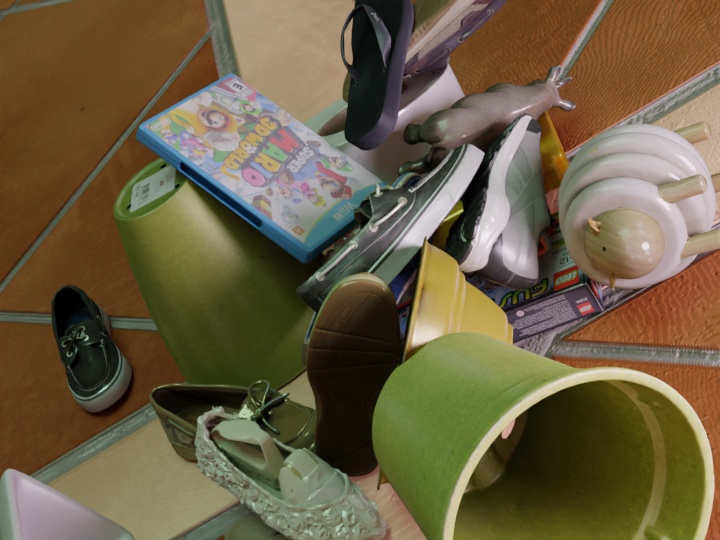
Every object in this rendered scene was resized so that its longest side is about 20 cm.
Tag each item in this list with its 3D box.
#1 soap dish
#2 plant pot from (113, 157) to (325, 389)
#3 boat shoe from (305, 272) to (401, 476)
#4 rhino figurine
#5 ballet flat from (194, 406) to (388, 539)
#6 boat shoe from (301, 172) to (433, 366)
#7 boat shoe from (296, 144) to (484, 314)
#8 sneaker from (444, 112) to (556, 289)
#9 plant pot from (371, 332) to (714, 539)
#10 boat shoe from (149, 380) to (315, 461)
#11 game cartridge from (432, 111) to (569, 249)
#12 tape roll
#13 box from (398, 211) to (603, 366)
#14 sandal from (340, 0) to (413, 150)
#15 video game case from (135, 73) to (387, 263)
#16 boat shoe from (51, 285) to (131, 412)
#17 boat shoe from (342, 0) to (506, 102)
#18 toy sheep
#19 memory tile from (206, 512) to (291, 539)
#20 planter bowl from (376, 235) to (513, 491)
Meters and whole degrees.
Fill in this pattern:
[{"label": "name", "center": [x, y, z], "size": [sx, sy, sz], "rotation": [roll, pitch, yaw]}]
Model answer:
[{"label": "soap dish", "center": [-0.248, 0.265, 1.193], "size": [0.081, 0.157, 0.200], "rotation": [-49, 30, 11]}, {"label": "plant pot", "center": [-0.140, -0.008, 1.390], "size": [0.186, 0.200, 0.188], "rotation": [-24, 34, 18]}, {"label": "boat shoe", "center": [-0.004, 0.075, 1.172], "size": [0.073, 0.202, 0.063], "rotation": [2, 38, 3]}, {"label": "rhino figurine", "center": [0.126, -0.141, 1.358], "size": [0.199, 0.060, 0.087], "rotation": [-27, 5, -30]}, {"label": "ballet flat", "center": [-0.066, 0.164, 1.178], "size": [0.199, 0.072, 0.072], "rotation": [21, 61, 38]}, {"label": "boat shoe", "center": [0.000, 0.000, 1.283], "size": [0.072, 0.072, 0.201], "rotation": [1, 56, 44]}, {"label": "boat shoe", "center": [0.027, -0.040, 1.213], "size": [0.200, 0.064, 0.071], "rotation": [-50, -1, -19]}, {"label": "sneaker", "center": [0.128, -0.056, 1.244], "size": [0.074, 0.079, 0.201], "rotation": [-51, 13, 43]}, {"label": "plant pot", "center": [0.101, 0.131, 0.989], "size": [0.200, 0.201, 0.184], "rotation": [-41, 29, -8]}, {"label": "boat shoe", "center": [-0.111, 0.136, 1.305], "size": [0.199, 0.063, 0.073], "rotation": [-4, 43, 40]}, {"label": "game cartridge", "center": [0.097, -0.081, 1.390], "size": [0.199, 0.033, 0.177], "rotation": [-29, 21, 11]}, {"label": "tape roll", "center": [0.015, -0.133, 1.483], "size": [0.202, 0.071, 0.203], "rotation": [-27, 18, 10]}, {"label": "box", "center": [0.110, 0.021, 1.270], "size": [0.199, 0.035, 0.110], "rotation": [-22, 35, 21]}, {"label": "sandal", "center": [0.010, -0.206, 1.387], "size": [0.076, 0.043, 0.201], "rotation": [-33, 41, 37]}, {"label": "video game case", "center": [-0.086, -0.098, 1.343], "size": [0.143, 0.200, 0.018], "rotation": [-39, -20, -47]}, {"label": "boat shoe", "center": [-0.294, 0.080, 1.557], "size": [0.068, 0.057, 0.200], "rotation": [-36, 32, 0]}, {"label": "boat shoe", "center": [0.063, -0.222, 1.429], "size": [0.200, 0.065, 0.072], "rotation": [-42, 35, 28]}, {"label": "toy sheep", "center": [0.225, -0.057, 1.181], "size": [0.137, 0.138, 0.200], "rotation": [-19, 21, 25]}, {"label": "memory tile", "center": [-0.085, 0.252, 1.129], "size": [0.153, 0.017, 0.200], "rotation": [-27, 25, -26]}, {"label": "planter bowl", "center": [0.071, 0.079, 1.145], "size": [0.083, 0.201, 0.201], "rotation": [10, 42, 1]}]
